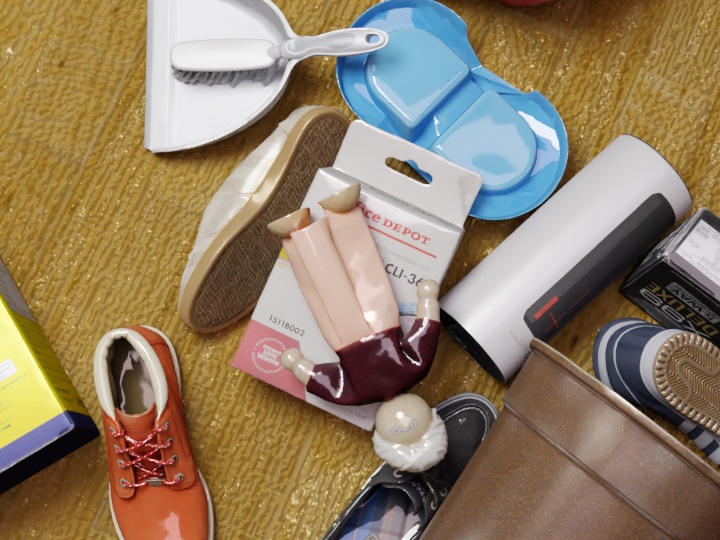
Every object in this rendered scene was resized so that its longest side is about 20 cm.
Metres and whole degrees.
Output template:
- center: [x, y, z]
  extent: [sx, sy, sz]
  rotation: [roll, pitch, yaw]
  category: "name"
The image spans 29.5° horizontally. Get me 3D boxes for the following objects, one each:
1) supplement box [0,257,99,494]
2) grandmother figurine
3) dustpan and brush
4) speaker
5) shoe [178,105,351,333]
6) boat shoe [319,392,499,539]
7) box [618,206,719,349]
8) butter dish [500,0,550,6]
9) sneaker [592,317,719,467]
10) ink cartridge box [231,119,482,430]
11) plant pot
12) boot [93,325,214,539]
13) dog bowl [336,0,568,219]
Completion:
- center: [-0.292, 0.059, 0.997]
  extent: [0.109, 0.109, 0.200]
  rotation: [-30, 82, -6]
  category: "supplement box"
- center: [0.002, 0.048, 0.950]
  extent: [0.121, 0.061, 0.200]
  rotation: [-25, 91, 18]
  category: "grandmother figurine"
- center: [-0.075, -0.164, 1.047]
  extent: [0.200, 0.057, 0.140]
  rotation: [-2, 80, 7]
  category: "dustpan and brush"
- center: [0.151, -0.009, 1.029]
  extent: [0.200, 0.081, 0.081]
  rotation: [-42, 84, -7]
  category: "speaker"
- center: [-0.078, -0.042, 1.049]
  extent: [0.053, 0.070, 0.200]
  rotation: [30, 84, 47]
  category: "shoe"
- center: [0.030, 0.169, 1.005]
  extent: [0.200, 0.066, 0.070]
  rotation: [-43, 84, -7]
  category: "boat shoe"
- center: [0.291, 0.046, 0.984]
  extent: [0.200, 0.158, 0.050]
  rotation: [38, 82, 4]
  category: "box"
- center: [0.153, -0.272, 1.038]
  extent: [0.148, 0.199, 0.200]
  rotation: [36, 82, -19]
  category: "butter dish"
- center: [0.255, 0.104, 1.026]
  extent: [0.200, 0.108, 0.070]
  rotation: [43, 79, -25]
  category: "sneaker"
- center: [0.000, 0.000, 1.006]
  extent: [0.116, 0.067, 0.200]
  rotation: [24, 98, 4]
  category: "ink cartridge box"
- center: [0.141, 0.186, 0.950]
  extent: [0.200, 0.200, 0.198]
  rotation: [37, 89, 5]
  category: "plant pot"
- center: [-0.155, 0.136, 0.989]
  extent: [0.075, 0.107, 0.200]
  rotation: [-13, 83, -5]
  category: "boot"
- center: [0.069, -0.120, 1.062]
  extent: [0.200, 0.050, 0.111]
  rotation: [44, 83, 6]
  category: "dog bowl"
